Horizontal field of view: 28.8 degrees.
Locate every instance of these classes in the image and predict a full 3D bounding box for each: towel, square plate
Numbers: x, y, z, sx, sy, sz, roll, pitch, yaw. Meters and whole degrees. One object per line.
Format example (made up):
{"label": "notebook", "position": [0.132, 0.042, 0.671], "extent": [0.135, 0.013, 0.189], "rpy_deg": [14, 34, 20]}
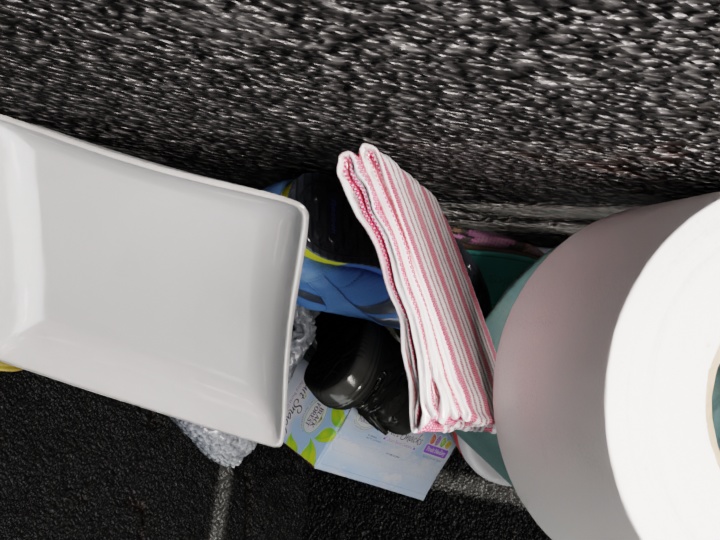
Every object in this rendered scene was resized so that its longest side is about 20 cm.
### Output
{"label": "towel", "position": [0.039, 0.018, 0.758], "extent": [0.030, 0.147, 0.200], "rpy_deg": [-20, 169, 11]}
{"label": "square plate", "position": [-0.128, 0.005, 0.819], "extent": [0.197, 0.029, 0.201], "rpy_deg": [17, 133, 8]}

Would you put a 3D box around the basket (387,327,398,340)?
{"label": "basket", "position": [0.079, 0.080, 1.403], "extent": [0.175, 0.140, 0.199], "rpy_deg": [2, 163, 43]}

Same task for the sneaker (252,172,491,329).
{"label": "sneaker", "position": [0.000, 0.000, 0.870], "extent": [0.078, 0.066, 0.199], "rpy_deg": [-22, 146, 39]}

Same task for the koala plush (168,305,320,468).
{"label": "koala plush", "position": [-0.133, 0.003, 0.968], "extent": [0.199, 0.185, 0.177], "rpy_deg": [31, 173, -11]}

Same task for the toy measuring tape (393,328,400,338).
{"label": "toy measuring tape", "position": [0.050, 0.017, 0.999], "extent": [0.073, 0.074, 0.200], "rpy_deg": [9, -166, -11]}

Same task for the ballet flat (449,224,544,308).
{"label": "ballet flat", "position": [0.036, -0.009, 0.946], "extent": [0.198, 0.070, 0.071], "rpy_deg": [9, -169, -23]}

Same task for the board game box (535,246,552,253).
{"label": "board game box", "position": [0.212, 0.019, 1.056], "extent": [0.198, 0.042, 0.200], "rpy_deg": [5, 175, 29]}

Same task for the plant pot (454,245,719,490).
{"label": "plant pot", "position": [0.171, 0.096, 0.887], "extent": [0.196, 0.201, 0.200], "rpy_deg": [36, -173, 23]}

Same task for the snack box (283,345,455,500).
{"label": "snack box", "position": [-0.042, 0.096, 1.129], "extent": [0.199, 0.068, 0.168], "rpy_deg": [34, -177, 35]}

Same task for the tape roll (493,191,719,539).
{"label": "tape roll", "position": [0.180, 0.063, 0.677], "extent": [0.201, 0.205, 0.139], "rpy_deg": [9, 176, -14]}

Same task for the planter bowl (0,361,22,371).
{"label": "planter bowl", "position": [-0.284, -0.024, 0.946], "extent": [0.200, 0.084, 0.200], "rpy_deg": [35, -174, -4]}

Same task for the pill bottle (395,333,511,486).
{"label": "pill bottle", "position": [0.101, 0.076, 1.138], "extent": [0.113, 0.115, 0.200], "rpy_deg": [10, -160, -21]}

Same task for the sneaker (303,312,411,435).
{"label": "sneaker", "position": [0.012, 0.072, 0.961], "extent": [0.104, 0.060, 0.200], "rpy_deg": [47, -175, -15]}
